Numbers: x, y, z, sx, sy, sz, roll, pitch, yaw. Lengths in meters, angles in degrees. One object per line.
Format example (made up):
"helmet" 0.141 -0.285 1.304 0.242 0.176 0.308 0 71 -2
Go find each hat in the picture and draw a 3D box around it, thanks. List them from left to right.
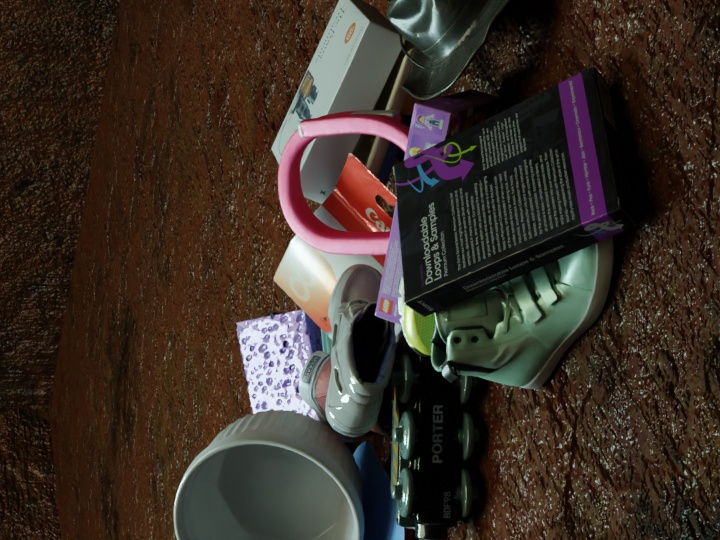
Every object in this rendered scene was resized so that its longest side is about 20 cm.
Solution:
"hat" 0.076 -0.256 1.272 0.201 0.081 0.201 -47 19 21

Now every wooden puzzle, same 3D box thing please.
"wooden puzzle" 0.017 -0.169 1.529 0.200 0.046 0.187 -131 59 -69

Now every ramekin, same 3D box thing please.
"ramekin" -0.089 0.242 1.439 0.105 0.198 0.202 -69 -7 -67

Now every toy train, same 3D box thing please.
"toy train" 0.065 0.158 1.326 0.114 0.084 0.203 149 121 -80

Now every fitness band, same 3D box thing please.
"fitness band" -0.002 -0.087 1.386 0.198 0.037 0.146 1 106 35

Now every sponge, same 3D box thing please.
"sponge" -0.083 0.151 1.649 0.111 0.030 0.203 -14 86 35

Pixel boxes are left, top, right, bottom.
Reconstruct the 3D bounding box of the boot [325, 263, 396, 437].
"boot" 0.009 0.056 1.335 0.096 0.073 0.202 115 163 -50

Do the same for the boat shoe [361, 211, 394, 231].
"boat shoe" 0.001 0.007 1.538 0.201 0.062 0.074 119 148 -49

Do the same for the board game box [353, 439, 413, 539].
"board game box" 0.027 0.279 1.452 0.200 0.038 0.160 -125 42 -60

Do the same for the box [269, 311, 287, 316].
"box" -0.078 0.155 1.754 0.200 0.043 0.162 -145 61 -66

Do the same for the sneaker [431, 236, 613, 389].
"sneaker" 0.125 0.023 1.122 0.074 0.117 0.202 -105 28 -44

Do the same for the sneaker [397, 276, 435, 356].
"sneaker" 0.103 -0.010 1.190 0.201 0.078 0.090 -61 34 6

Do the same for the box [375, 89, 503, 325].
"box" 0.074 -0.061 1.273 0.137 0.039 0.202 -25 -51 -61

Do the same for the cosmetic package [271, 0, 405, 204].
"cosmetic package" -0.028 -0.191 1.511 0.202 0.051 0.151 -64 22 15

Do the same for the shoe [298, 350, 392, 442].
"shoe" 0.007 0.148 1.452 0.072 0.090 0.200 -64 -24 -14

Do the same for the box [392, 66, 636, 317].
"box" 0.118 -0.062 1.110 0.198 0.036 0.144 -23 51 27

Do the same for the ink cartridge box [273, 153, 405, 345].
"ink cartridge box" 0.000 0.000 1.450 0.162 0.050 0.201 45 143 14

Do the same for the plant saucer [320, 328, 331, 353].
"plant saucer" -0.037 0.054 1.578 0.070 0.019 0.203 106 158 -72
